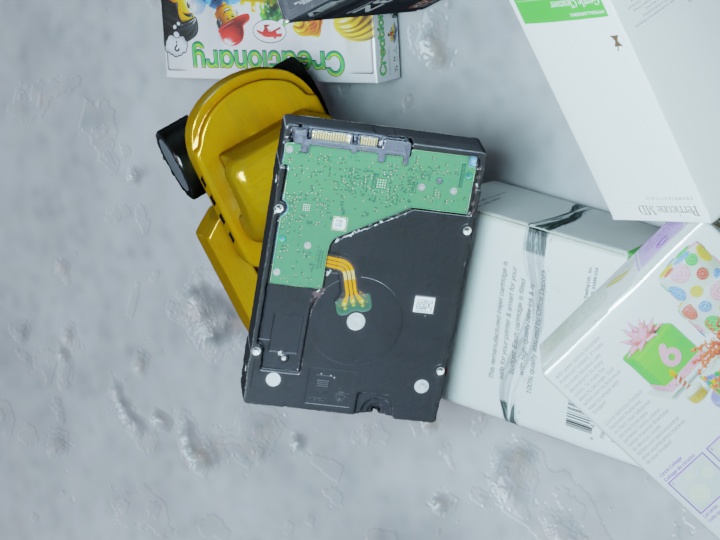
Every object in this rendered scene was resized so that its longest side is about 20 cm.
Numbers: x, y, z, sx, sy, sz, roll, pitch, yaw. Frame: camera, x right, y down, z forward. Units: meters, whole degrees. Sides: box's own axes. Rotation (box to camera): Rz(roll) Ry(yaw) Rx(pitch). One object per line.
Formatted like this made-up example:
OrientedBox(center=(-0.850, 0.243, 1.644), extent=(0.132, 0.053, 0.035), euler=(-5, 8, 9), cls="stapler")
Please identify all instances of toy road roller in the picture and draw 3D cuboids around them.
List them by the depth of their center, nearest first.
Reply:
OrientedBox(center=(-0.050, -0.047, 1.615), extent=(0.201, 0.122, 0.146), euler=(64, 170, -15), cls="toy road roller")

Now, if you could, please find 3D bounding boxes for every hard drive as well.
OrientedBox(center=(0.000, 0.000, 1.545), extent=(0.139, 0.038, 0.201), euler=(6, 112, -9), cls="hard drive")

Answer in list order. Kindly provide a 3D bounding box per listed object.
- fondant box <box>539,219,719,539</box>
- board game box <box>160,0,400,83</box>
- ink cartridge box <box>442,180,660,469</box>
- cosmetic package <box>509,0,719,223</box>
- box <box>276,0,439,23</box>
OrientedBox(center=(0.234, 0.074, 1.462), extent=(0.200, 0.058, 0.144), euler=(42, 105, -12), cls="fondant box")
OrientedBox(center=(-0.063, -0.205, 1.694), extent=(0.199, 0.035, 0.127), euler=(4, 104, 35), cls="board game box")
OrientedBox(center=(0.144, 0.034, 1.573), extent=(0.199, 0.083, 0.148), euler=(19, 112, 30), cls="ink cartridge box")
OrientedBox(center=(0.174, -0.135, 1.413), extent=(0.107, 0.085, 0.201), euler=(2, 123, 60), cls="cosmetic package")
OrientedBox(center=(0.060, -0.226, 1.521), extent=(0.199, 0.161, 0.049), euler=(-23, 83, 36), cls="box")
